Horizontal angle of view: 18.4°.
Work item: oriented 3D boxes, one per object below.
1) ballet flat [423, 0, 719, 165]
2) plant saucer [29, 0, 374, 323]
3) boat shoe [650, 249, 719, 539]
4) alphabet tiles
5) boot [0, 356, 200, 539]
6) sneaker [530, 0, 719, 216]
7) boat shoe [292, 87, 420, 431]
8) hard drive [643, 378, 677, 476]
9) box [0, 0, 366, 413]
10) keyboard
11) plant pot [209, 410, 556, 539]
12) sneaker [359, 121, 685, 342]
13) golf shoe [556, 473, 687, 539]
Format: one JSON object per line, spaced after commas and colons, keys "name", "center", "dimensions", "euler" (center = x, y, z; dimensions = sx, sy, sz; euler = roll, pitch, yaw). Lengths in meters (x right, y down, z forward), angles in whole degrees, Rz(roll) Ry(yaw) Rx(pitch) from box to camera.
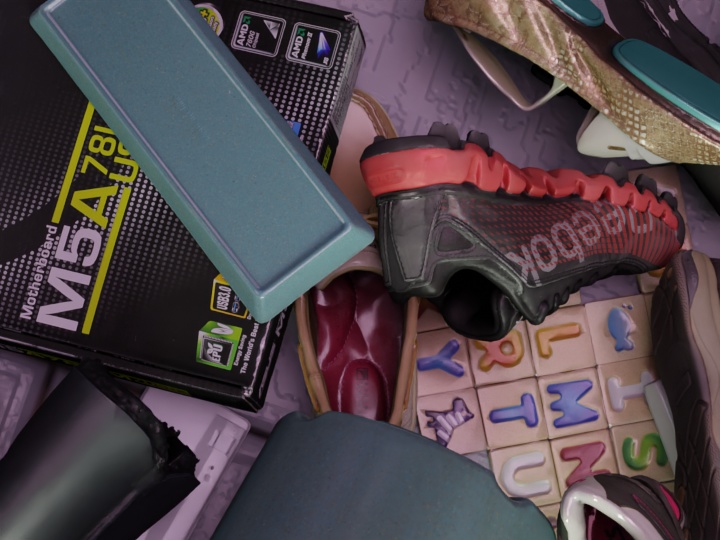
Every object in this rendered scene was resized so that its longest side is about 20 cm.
{"name": "ballet flat", "center": [0.114, -0.098, 1.116], "dimensions": [0.200, 0.070, 0.065], "euler": [39, 115, 15]}
{"name": "plant saucer", "center": [-0.079, -0.072, 1.062], "dimensions": [0.070, 0.019, 0.200], "euler": [-37, 73, -3]}
{"name": "boat shoe", "center": [0.195, 0.081, 1.098], "dimensions": [0.073, 0.075, 0.200], "euler": [-1, 68, -9]}
{"name": "alphabet tiles", "center": [0.107, 0.053, 1.164], "dimensions": [0.167, 0.008, 0.200], "euler": [-9, 82, -12]}
{"name": "boot", "center": [-0.176, 0.103, 1.009], "dimensions": [0.168, 0.200, 0.076], "euler": [-49, 51, 0]}
{"name": "sneaker", "center": [0.142, -0.106, 1.171], "dimensions": [0.091, 0.076, 0.200], "euler": [-30, 80, -4]}
{"name": "boat shoe", "center": [0.000, 0.000, 1.118], "dimensions": [0.074, 0.066, 0.200], "euler": [-7, 82, -2]}
{"name": "hard drive", "center": [0.262, 0.089, 1.173], "dimensions": [0.200, 0.027, 0.132], "euler": [-19, 85, -15]}
{"name": "box", "center": [-0.115, -0.049, 1.092], "dimensions": [0.193, 0.048, 0.200], "euler": [15, 79, 9]}
{"name": "keyboard", "center": [-0.126, 0.149, 1.105], "dimensions": [0.056, 0.011, 0.200], "euler": [29, 77, 0]}
{"name": "plant pot", "center": [-0.010, 0.184, 1.034], "dimensions": [0.200, 0.200, 0.196], "euler": [27, 70, -5]}
{"name": "sneaker", "center": [0.083, -0.010, 1.105], "dimensions": [0.200, 0.071, 0.098], "euler": [9, 77, -39]}
{"name": "golf shoe", "center": [0.140, 0.186, 1.013], "dimensions": [0.077, 0.088, 0.200], "euler": [-32, 69, 13]}
